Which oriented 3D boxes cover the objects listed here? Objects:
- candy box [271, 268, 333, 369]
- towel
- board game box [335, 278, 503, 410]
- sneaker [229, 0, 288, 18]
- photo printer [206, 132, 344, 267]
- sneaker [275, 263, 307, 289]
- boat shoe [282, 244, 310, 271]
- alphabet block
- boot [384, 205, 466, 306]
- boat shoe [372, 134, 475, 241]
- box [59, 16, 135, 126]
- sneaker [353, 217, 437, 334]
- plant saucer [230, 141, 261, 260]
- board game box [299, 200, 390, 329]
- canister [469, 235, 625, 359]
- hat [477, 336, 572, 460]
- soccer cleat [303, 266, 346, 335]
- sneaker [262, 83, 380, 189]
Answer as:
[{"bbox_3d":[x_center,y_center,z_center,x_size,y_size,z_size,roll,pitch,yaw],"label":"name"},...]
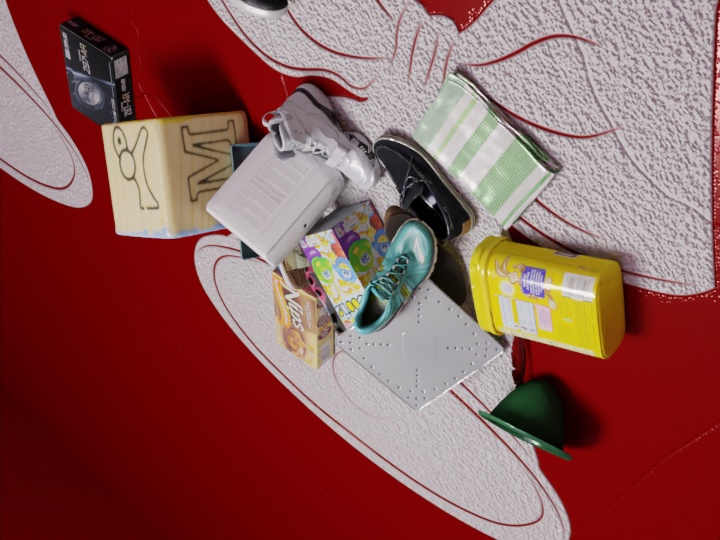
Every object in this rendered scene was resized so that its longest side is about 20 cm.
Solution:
[{"bbox_3d":[-0.111,0.087,1.750,0.115,0.055,0.201,30,139,28],"label":"candy box"},{"bbox_3d":[0.169,-0.165,1.251,0.200,0.023,0.153,45,145,9],"label":"towel"},{"bbox_3d":[0.095,0.116,1.454,0.200,0.026,0.200,41,118,-19],"label":"board game box"},{"bbox_3d":[-0.180,-0.469,1.325,0.200,0.073,0.112,42,145,15],"label":"sneaker"},{"bbox_3d":[-0.136,-0.128,1.482,0.166,0.200,0.069,37,174,25],"label":"photo printer"},{"bbox_3d":[-0.166,-0.058,1.666,0.108,0.070,0.201,-8,105,46],"label":"sneaker"},{"bbox_3d":[-0.120,-0.102,1.579,0.073,0.062,0.201,-148,49,-77],"label":"boat shoe"},{"bbox_3d":[-0.320,-0.173,1.591,0.195,0.196,0.201,6,105,44],"label":"alphabet block"},{"bbox_3d":[0.104,-0.024,1.425,0.200,0.073,0.076,53,-172,-23],"label":"boot"},{"bbox_3d":[0.086,-0.124,1.345,0.200,0.062,0.075,48,146,7],"label":"boat shoe"},{"bbox_3d":[-0.527,-0.385,1.808,0.160,0.043,0.201,34,141,22],"label":"box"},{"bbox_3d":[0.051,0.016,1.343,0.077,0.080,0.201,32,112,14],"label":"sneaker"},{"bbox_3d":[-0.191,-0.122,1.572,0.019,0.070,0.201,7,104,53],"label":"plant saucer"},{"bbox_3d":[0.000,0.000,1.511,0.103,0.105,0.201,-10,113,50],"label":"board game box"},{"bbox_3d":[0.265,0.038,1.269,0.199,0.086,0.149,14,129,39],"label":"canister"},{"bbox_3d":[0.293,0.184,1.426,0.165,0.177,0.200,23,172,25],"label":"hat"},{"bbox_3d":[-0.041,0.035,1.621,0.070,0.086,0.201,-29,75,25],"label":"soccer cleat"},{"bbox_3d":[-0.064,-0.191,1.405,0.200,0.115,0.075,50,145,1],"label":"sneaker"}]
